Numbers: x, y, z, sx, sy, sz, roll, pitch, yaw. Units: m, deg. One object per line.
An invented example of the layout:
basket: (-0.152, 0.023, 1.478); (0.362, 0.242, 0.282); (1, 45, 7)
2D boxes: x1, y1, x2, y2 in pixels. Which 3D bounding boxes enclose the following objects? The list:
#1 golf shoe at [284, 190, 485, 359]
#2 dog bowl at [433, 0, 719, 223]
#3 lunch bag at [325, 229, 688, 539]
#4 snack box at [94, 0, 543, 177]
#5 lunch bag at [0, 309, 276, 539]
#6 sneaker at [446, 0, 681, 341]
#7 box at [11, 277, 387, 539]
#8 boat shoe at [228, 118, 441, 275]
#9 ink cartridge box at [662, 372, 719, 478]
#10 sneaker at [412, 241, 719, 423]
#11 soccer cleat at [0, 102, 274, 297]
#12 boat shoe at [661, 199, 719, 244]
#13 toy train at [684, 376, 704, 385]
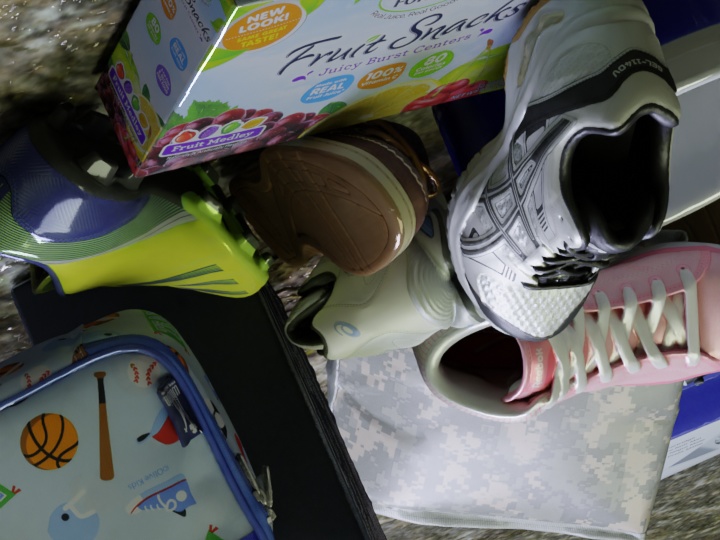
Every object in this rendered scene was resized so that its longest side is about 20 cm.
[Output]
golf shoe: (0.000, 0.000, 1.365); (0.097, 0.079, 0.200); (-27, -172, -4)
dog bowl: (0.139, -0.088, 1.344); (0.199, 0.079, 0.200); (-23, 163, -7)
lunch bag: (0.077, 0.057, 1.557); (0.199, 0.118, 0.165); (5, 128, -4)
snack box: (0.003, -0.113, 1.152); (0.199, 0.053, 0.142); (-16, 159, -29)
lunch bag: (-0.136, 0.119, 1.245); (0.199, 0.161, 0.076); (-25, -166, 1)
sneaker: (0.090, -0.027, 1.199); (0.075, 0.088, 0.201); (-10, 139, -17)
box: (-0.073, 0.095, 1.410); (0.123, 0.201, 0.198); (-25, 162, -1)
boat shoe: (-0.002, -0.044, 1.265); (0.072, 0.072, 0.200); (-38, -174, -14)
ink cartridge box: (0.269, 0.120, 2.216); (0.199, 0.041, 0.200); (-22, 162, -10)
sneaker: (0.122, 0.037, 1.418); (0.199, 0.076, 0.105); (-4, -164, 5)
soccer cleat: (-0.110, -0.018, 1.243); (0.084, 0.065, 0.200); (-43, 153, 12)
boat shoe: (0.169, -0.026, 1.614); (0.199, 0.073, 0.065); (-24, 169, 17)
toy train: (0.296, 0.020, 1.939); (0.199, 0.057, 0.042); (-28, 163, 8)
